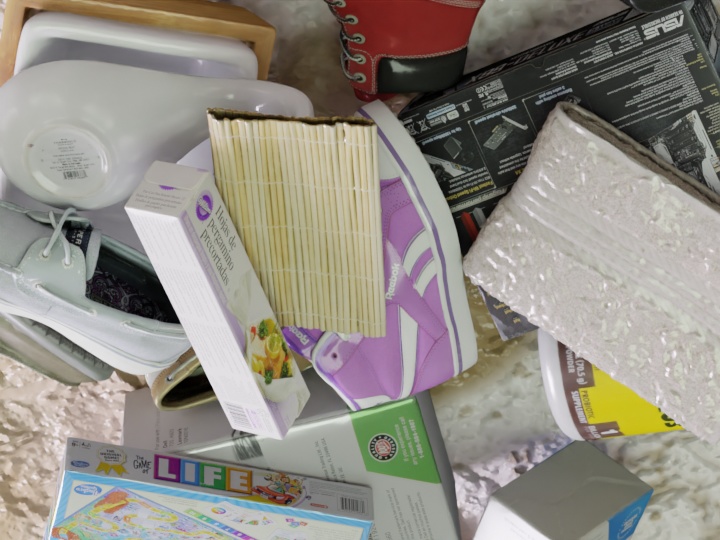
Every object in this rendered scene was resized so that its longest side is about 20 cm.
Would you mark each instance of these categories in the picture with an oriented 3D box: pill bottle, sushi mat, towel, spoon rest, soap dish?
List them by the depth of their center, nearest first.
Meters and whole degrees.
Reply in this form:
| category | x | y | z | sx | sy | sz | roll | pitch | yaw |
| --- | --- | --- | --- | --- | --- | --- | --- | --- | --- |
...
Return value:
| category | x | y | z | sx | sy | sz | roll | pitch | yaw |
| --- | --- | --- | --- | --- | --- | --- | --- | --- | --- |
| sushi mat | -0.035 | -0.024 | 1.580 | 0.095 | 0.012 | 0.200 | 2 | 143 | 4 |
| spoon rest | -0.118 | -0.079 | 1.585 | 0.199 | 0.061 | 0.100 | -1 | 125 | 13 |
| towel | 0.168 | 0.005 | 1.624 | 0.200 | 0.034 | 0.133 | 33 | 118 | 4 |
| soap dish | -0.146 | -0.081 | 1.656 | 0.157 | 0.081 | 0.200 | 8 | 125 | -10 |
| pill bottle | 0.219 | 0.044 | 1.734 | 0.200 | 0.109 | 0.109 | -8 | 126 | 17 |

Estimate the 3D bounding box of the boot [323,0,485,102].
| category | x | y | z | sx | sy | sz | roll | pitch | yaw |
| --- | --- | --- | --- | --- | --- | --- | --- | --- | --- |
| boot | -0.021 | -0.166 | 1.615 | 0.200 | 0.072 | 0.144 | 10 | 125 | -16 |

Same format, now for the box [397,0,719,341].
| category | x | y | z | sx | sy | sz | roll | pitch | yaw |
| --- | --- | --- | --- | --- | --- | --- | --- | --- | --- |
| box | 0.144 | -0.064 | 1.652 | 0.200 | 0.050 | 0.158 | -22 | 102 | 25 |

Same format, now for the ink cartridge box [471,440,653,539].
| category | x | y | z | sx | sy | sz | roll | pitch | yaw |
| --- | --- | --- | --- | --- | --- | --- | --- | --- | --- |
| ink cartridge box | 0.112 | 0.224 | 1.863 | 0.067 | 0.116 | 0.200 | 35 | 126 | 23 |

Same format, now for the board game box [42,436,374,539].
| category | x | y | z | sx | sy | sz | roll | pitch | yaw |
| --- | --- | --- | --- | --- | --- | --- | --- | --- | --- |
| board game box | -0.104 | 0.184 | 1.772 | 0.200 | 0.034 | 0.135 | 11 | 124 | -10 |

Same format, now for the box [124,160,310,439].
| category | x | y | z | sx | sy | sz | roll | pitch | yaw |
| --- | --- | --- | --- | --- | --- | --- | --- | --- | --- |
| box | -0.081 | 0.020 | 1.602 | 0.041 | 0.039 | 0.200 | 10 | 142 | 30 |

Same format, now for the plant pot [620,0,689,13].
| category | x | y | z | sx | sy | sz | roll | pitch | yaw |
| --- | --- | --- | --- | --- | --- | --- | --- | --- | --- |
| plant pot | 0.181 | -0.256 | 1.501 | 0.200 | 0.178 | 0.200 | -18 | 124 | 9 |

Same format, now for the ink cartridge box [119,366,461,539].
| category | x | y | z | sx | sy | sz | roll | pitch | yaw |
| --- | --- | --- | --- | --- | --- | --- | --- | --- | --- |
| ink cartridge box | -0.046 | 0.135 | 1.814 | 0.200 | 0.084 | 0.146 | -12 | 125 | 6 |

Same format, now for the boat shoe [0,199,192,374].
| category | x | y | z | sx | sy | sz | roll | pitch | yaw |
| --- | --- | --- | --- | --- | --- | --- | --- | --- | --- |
| boat shoe | -0.173 | -0.006 | 1.608 | 0.201 | 0.070 | 0.071 | 29 | 136 | -30 |

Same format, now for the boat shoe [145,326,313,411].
| category | x | y | z | sx | sy | sz | roll | pitch | yaw |
| --- | --- | --- | --- | --- | --- | --- | --- | --- | --- |
| boat shoe | -0.043 | 0.041 | 1.753 | 0.200 | 0.076 | 0.072 | -26 | 122 | 13 |

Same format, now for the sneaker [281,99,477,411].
| category | x | y | z | sx | sy | sz | roll | pitch | yaw |
| --- | --- | --- | --- | --- | --- | --- | --- | --- | --- |
| sneaker | 0.000 | 0.000 | 1.673 | 0.114 | 0.073 | 0.201 | -23 | 121 | -13 |

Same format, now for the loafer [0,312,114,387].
| category | x | y | z | sx | sy | sz | roll | pitch | yaw |
| --- | --- | --- | --- | --- | --- | --- | --- | --- | --- |
| loafer | -0.242 | 0.014 | 1.730 | 0.200 | 0.075 | 0.070 | 34 | 128 | -20 |
